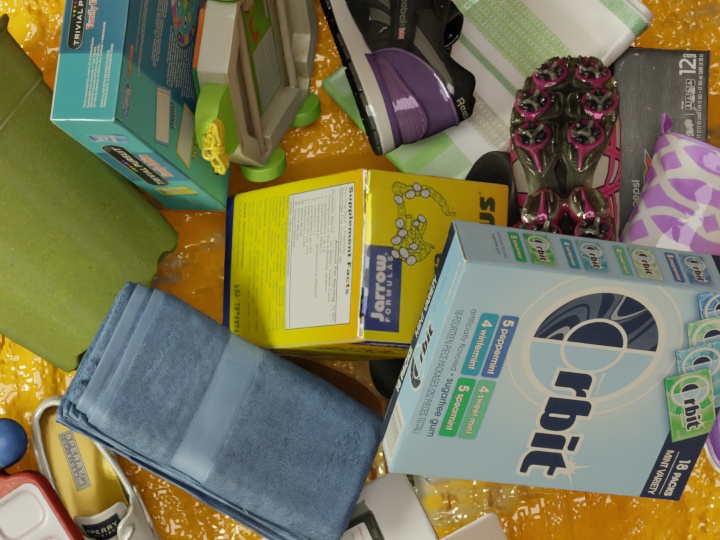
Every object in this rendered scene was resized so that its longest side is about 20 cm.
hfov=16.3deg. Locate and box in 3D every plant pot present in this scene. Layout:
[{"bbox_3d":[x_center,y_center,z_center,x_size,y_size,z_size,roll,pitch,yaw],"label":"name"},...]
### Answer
[{"bbox_3d":[-0.231,-0.034,1.693,0.190,0.200,0.200,40,87,-8],"label":"plant pot"}]

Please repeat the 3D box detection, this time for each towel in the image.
[{"bbox_3d":[-0.088,0.096,1.626,0.199,0.049,0.112,29,63,-5],"label":"towel"},{"bbox_3d":[0.084,-0.152,1.729,0.200,0.031,0.149,-41,56,-2],"label":"towel"}]

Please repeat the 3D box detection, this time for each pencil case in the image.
[{"bbox_3d":[0.193,0.005,1.658,0.085,0.084,0.201,27,86,24],"label":"pencil case"}]

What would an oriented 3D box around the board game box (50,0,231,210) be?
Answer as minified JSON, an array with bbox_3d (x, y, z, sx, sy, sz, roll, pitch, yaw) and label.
[{"bbox_3d":[-0.134,-0.139,1.643,0.047,0.200,0.152,1,76,18],"label":"board game box"}]

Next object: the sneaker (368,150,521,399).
[{"bbox_3d":[0.092,0.011,1.725,0.067,0.107,0.202,52,123,40],"label":"sneaker"}]

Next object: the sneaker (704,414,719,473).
[{"bbox_3d":[0.281,0.047,1.711,0.080,0.083,0.202,14,86,3],"label":"sneaker"}]

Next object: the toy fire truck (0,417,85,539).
[{"bbox_3d":[-0.274,0.185,1.688,0.167,0.112,0.201,-32,86,5],"label":"toy fire truck"}]

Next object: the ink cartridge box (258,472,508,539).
[{"bbox_3d":[0.001,0.208,1.681,0.199,0.116,0.068,-27,54,-2],"label":"ink cartridge box"}]

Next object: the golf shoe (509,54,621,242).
[{"bbox_3d":[0.133,-0.051,1.632,0.072,0.092,0.201,0,52,9],"label":"golf shoe"}]

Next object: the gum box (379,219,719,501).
[{"bbox_3d":[0.130,0.060,1.555,0.198,0.045,0.171,7,126,-17],"label":"gum box"}]

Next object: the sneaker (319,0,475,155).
[{"bbox_3d":[0.023,-0.173,1.723,0.087,0.076,0.201,-18,63,-3],"label":"sneaker"}]

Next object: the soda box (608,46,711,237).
[{"bbox_3d":[0.202,-0.050,1.731,0.070,0.063,0.202,2,85,2],"label":"soda box"}]

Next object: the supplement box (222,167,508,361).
[{"bbox_3d":[0.000,0.000,1.652,0.109,0.200,0.110,5,85,-28],"label":"supplement box"}]

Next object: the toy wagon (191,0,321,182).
[{"bbox_3d":[-0.075,-0.137,1.677,0.039,0.200,0.156,6,128,20],"label":"toy wagon"}]

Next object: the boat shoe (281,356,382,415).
[{"bbox_3d":[-0.085,0.094,1.729,0.198,0.071,0.071,15,123,6],"label":"boat shoe"}]

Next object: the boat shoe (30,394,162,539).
[{"bbox_3d":[-0.173,0.177,1.716,0.070,0.070,0.201,-22,84,-1],"label":"boat shoe"}]
